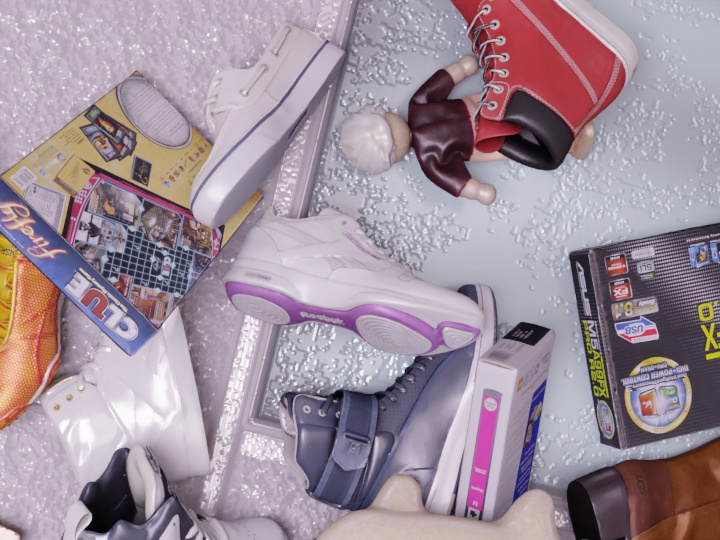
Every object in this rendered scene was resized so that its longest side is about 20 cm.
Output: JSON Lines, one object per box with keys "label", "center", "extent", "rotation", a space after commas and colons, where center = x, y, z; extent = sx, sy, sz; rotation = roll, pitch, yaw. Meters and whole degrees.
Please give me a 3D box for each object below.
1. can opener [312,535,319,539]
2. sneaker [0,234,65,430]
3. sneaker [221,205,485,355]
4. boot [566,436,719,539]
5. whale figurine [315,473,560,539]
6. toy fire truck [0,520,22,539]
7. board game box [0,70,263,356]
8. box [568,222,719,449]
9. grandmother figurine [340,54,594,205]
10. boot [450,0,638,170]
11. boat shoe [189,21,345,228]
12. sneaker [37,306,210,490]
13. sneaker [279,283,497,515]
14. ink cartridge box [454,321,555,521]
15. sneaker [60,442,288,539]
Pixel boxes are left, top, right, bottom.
{"label": "can opener", "center": [-0.056, 0.280, 0.886], "extent": [0.079, 0.064, 0.200], "rotation": [43, 74, 15]}
{"label": "sneaker", "center": [-0.240, 0.012, 0.836], "extent": [0.072, 0.077, 0.203], "rotation": [8, 76, 32]}
{"label": "sneaker", "center": [0.000, 0.000, 0.876], "extent": [0.197, 0.075, 0.101], "rotation": [14, 60, 12]}
{"label": "boot", "center": [0.275, 0.236, 0.979], "extent": [0.197, 0.068, 0.192], "rotation": [-11, 84, -21]}
{"label": "whale figurine", "center": [0.050, 0.222, 0.828], "extent": [0.197, 0.104, 0.161], "rotation": [-18, 70, -12]}
{"label": "toy fire truck", "center": [-0.266, 0.231, 0.846], "extent": [0.197, 0.049, 0.144], "rotation": [-15, 90, -14]}
{"label": "board game box", "center": [-0.155, -0.047, 0.816], "extent": [0.135, 0.201, 0.035], "rotation": [45, 121, -9]}
{"label": "box", "center": [0.281, 0.046, 0.982], "extent": [0.196, 0.044, 0.163], "rotation": [-10, 90, -13]}
{"label": "grandmother figurine", "center": [0.081, -0.107, 0.935], "extent": [0.196, 0.061, 0.123], "rotation": [-6, 63, -10]}
{"label": "boot", "center": [0.097, -0.170, 0.900], "extent": [0.199, 0.073, 0.144], "rotation": [39, 65, 8]}
{"label": "boat shoe", "center": [-0.081, -0.114, 0.861], "extent": [0.069, 0.071, 0.201], "rotation": [31, 54, 0]}
{"label": "sneaker", "center": [-0.182, 0.059, 0.858], "extent": [0.114, 0.074, 0.204], "rotation": [-11, 86, -10]}
{"label": "sneaker", "center": [0.019, 0.087, 0.903], "extent": [0.144, 0.077, 0.205], "rotation": [19, 74, -4]}
{"label": "ink cartridge box", "center": [0.105, 0.148, 0.897], "extent": [0.037, 0.094, 0.204], "rotation": [12, 108, 23]}
{"label": "sneaker", "center": [-0.125, 0.175, 0.821], "extent": [0.197, 0.079, 0.132], "rotation": [-6, 117, -35]}
